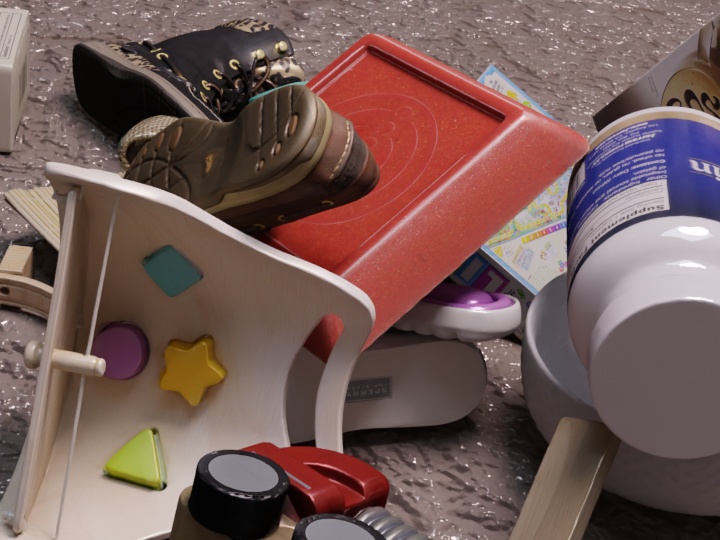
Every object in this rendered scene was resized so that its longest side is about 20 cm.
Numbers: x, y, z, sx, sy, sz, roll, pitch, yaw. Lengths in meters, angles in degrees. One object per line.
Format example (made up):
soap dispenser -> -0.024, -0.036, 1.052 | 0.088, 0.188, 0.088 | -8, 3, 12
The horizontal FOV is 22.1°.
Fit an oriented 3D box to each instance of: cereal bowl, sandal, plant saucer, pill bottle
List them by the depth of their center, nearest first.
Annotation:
pill bottle -> 0.167, 0.004, 0.986 | 0.115, 0.117, 0.201 | 8, 31, 1
cereal bowl -> 0.185, 0.076, 1.062 | 0.198, 0.084, 0.201 | 6, 30, -3
plant saucer -> -0.001, -0.057, 1.075 | 0.199, 0.037, 0.200 | -41, 42, -14
sandal -> 0.003, -0.001, 1.087 | 0.201, 0.050, 0.082 | 11, 13, 22

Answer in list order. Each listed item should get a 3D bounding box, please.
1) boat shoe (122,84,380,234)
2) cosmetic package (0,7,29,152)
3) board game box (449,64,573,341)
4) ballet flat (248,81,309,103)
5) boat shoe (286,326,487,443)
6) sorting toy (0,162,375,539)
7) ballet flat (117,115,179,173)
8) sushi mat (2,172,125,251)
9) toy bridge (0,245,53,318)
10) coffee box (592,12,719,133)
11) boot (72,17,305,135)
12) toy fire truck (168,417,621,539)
boat shoe -> -0.069, -0.045, 1.022 | 0.067, 0.073, 0.199 | 31, -27, -32
cosmetic package -> -0.344, -0.146, 1.334 | 0.198, 0.072, 0.105 | 5, 31, -4
board game box -> 0.099, -0.051, 1.246 | 0.134, 0.034, 0.200 | 41, 35, 0
ballet flat -> -0.018, -0.112, 1.346 | 0.067, 0.071, 0.200 | -16, 8, 30
boat shoe -> -0.027, 0.054, 1.076 | 0.198, 0.073, 0.069 | -6, 15, -13
sorting toy -> -0.088, 0.056, 0.975 | 0.178, 0.202, 0.107 | 11, 6, 3
ballet flat -> -0.070, -0.035, 1.178 | 0.199, 0.068, 0.075 | 29, 17, 5
sushi mat -> -0.139, -0.011, 1.153 | 0.095, 0.012, 0.200 | -13, 36, -34
toy bridge -> -0.128, 0.023, 1.140 | 0.198, 0.027, 0.067 | 8, 31, 2
coffee box -> 0.254, -0.100, 1.233 | 0.079, 0.200, 0.114 | -11, 74, -30
boot -> -0.106, -0.129, 1.358 | 0.150, 0.074, 0.200 | -17, 32, -33
toy fire truck -> 0.027, 0.135, 0.913 | 0.175, 0.130, 0.199 | 28, 25, 32
